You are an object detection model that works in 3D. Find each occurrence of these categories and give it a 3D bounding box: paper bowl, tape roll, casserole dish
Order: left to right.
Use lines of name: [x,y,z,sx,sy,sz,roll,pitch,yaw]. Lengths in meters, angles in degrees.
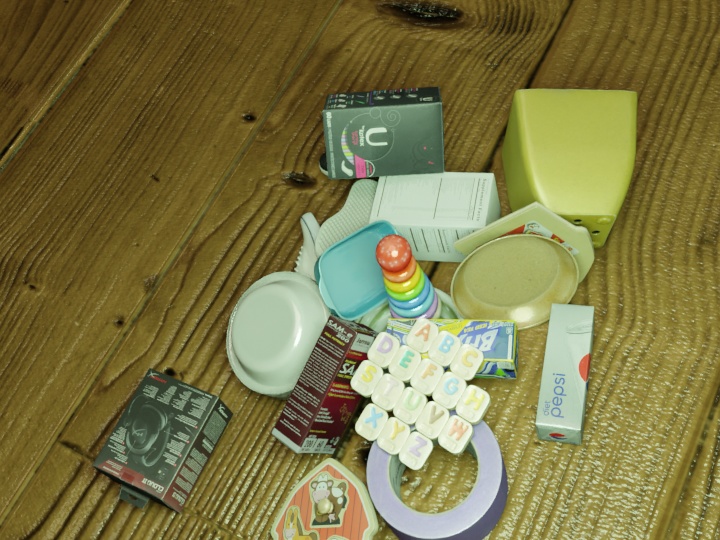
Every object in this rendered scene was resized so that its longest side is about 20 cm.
paper bowl: [-0.129,0.102,1.490,0.198,0.104,0.204,-7,72,24]
casserole dish: [0.000,0.000,1.472,0.199,0.123,0.039,-32,12,-37]
tape roll: [0.112,0.300,1.342,0.196,0.085,0.203,-8,58,13]

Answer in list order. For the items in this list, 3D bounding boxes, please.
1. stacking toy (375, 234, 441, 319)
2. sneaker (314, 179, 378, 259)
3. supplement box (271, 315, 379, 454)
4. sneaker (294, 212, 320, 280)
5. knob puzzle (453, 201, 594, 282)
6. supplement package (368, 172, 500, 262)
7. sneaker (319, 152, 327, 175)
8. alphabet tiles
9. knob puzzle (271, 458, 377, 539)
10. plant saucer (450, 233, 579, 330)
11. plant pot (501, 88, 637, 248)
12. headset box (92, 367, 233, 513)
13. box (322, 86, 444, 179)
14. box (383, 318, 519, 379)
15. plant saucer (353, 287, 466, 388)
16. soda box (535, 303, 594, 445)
stacking toy: [0.069,0.015,1.396,0.084,0.201,0.087,-7,58,11]
sneaker: [-0.019,-0.057,1.576,0.074,0.106,0.201,21,48,11]
supplement box: [-0.044,0.176,1.406,0.060,0.108,0.202,28,95,31]
sneaker: [-0.083,-0.012,1.594,0.070,0.073,0.202,-19,56,0]
knob puzzle: [0.276,-0.034,1.440,0.216,0.221,0.031,0,57,16]
supplement package: [0.128,-0.089,1.556,0.197,0.110,0.115,4,60,19]
sneaker: [0.009,-0.229,1.675,0.196,0.112,0.074,-2,58,15]
alphabet tiles: [0.085,0.176,1.342,0.198,0.015,0.197,29,80,24]
knob puzzle: [-0.061,0.370,1.335,0.217,0.030,0.223,-23,52,32]
plant saucer: [0.234,0.012,1.418,0.197,0.202,0.036,-13,41,8]
plant pot: [0.332,-0.148,1.474,0.192,0.195,0.203,2,65,2]
headset box: [-0.320,0.280,1.485,0.147,0.078,0.202,16,66,25]
box: [0.041,-0.231,1.550,0.196,0.124,0.106,-4,25,4]
box: [0.138,0.118,1.396,0.196,0.065,0.071,0,59,15]
plant saucer: [0.079,0.120,1.480,0.196,0.050,0.203,-7,59,12]
soda box: [0.309,0.153,1.385,0.067,0.064,0.203,5,61,18]
